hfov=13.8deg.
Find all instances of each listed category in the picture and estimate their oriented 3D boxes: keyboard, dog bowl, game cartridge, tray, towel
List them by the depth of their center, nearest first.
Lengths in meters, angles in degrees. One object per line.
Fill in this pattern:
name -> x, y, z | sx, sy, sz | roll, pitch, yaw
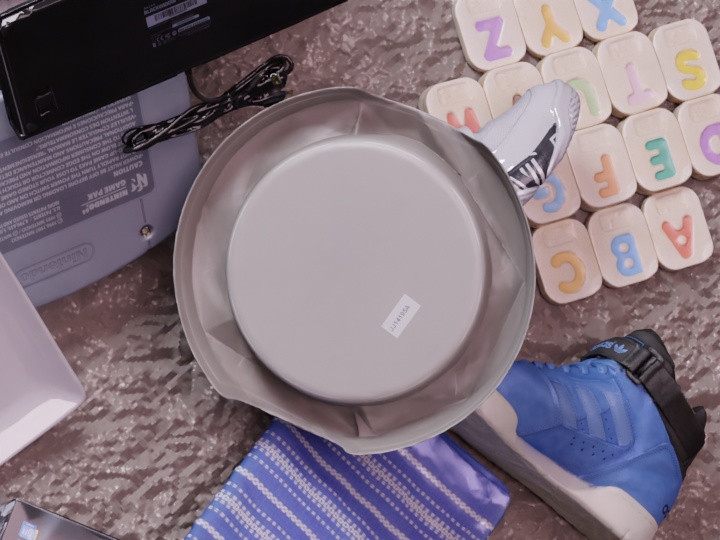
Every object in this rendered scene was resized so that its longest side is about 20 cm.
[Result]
tray -> -0.227, 0.033, 1.570 | 0.107, 0.022, 0.200 | -36, 135, -11
keyboard -> -0.097, -0.121, 1.578 | 0.199, 0.021, 0.127 | -24, 130, -16
game cartridge -> -0.181, -0.046, 1.611 | 0.199, 0.040, 0.134 | -23, 121, -24
dog bowl -> 0.000, 0.000, 1.632 | 0.199, 0.059, 0.201 | 0, 92, 9
towel -> -0.008, 0.148, 1.664 | 0.145, 0.024, 0.200 | 44, 51, -8

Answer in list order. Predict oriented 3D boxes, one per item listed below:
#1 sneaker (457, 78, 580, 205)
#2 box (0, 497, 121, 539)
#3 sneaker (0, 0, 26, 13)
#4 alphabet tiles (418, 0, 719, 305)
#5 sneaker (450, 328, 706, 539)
sneaker -> 0.031, -0.059, 1.706 | 0.115, 0.075, 0.200 | 44, 80, -8
box -> -0.156, 0.245, 1.606 | 0.157, 0.050, 0.201 | 25, 72, -16
sneaker -> -0.225, -0.088, 1.623 | 0.200, 0.075, 0.082 | -29, 90, -23
alphabet tiles -> 0.136, -0.086, 1.794 | 0.199, 0.015, 0.196 | -16, 87, -23
sneaker -> 0.117, 0.066, 1.721 | 0.200, 0.077, 0.111 | 39, 75, -18
